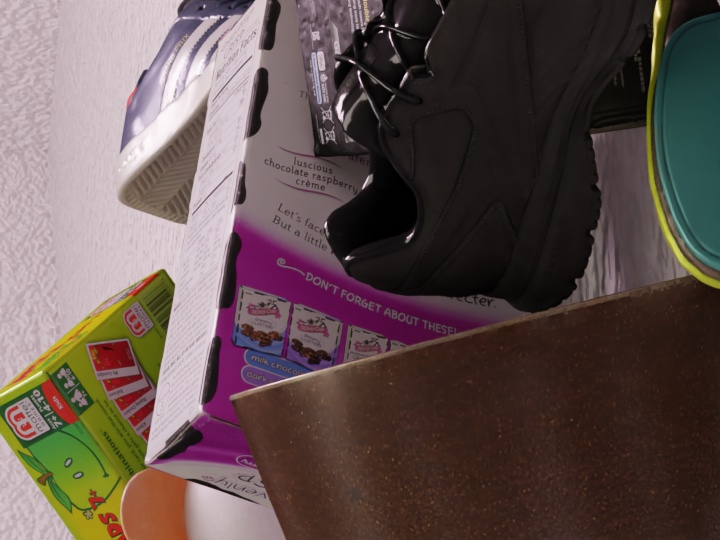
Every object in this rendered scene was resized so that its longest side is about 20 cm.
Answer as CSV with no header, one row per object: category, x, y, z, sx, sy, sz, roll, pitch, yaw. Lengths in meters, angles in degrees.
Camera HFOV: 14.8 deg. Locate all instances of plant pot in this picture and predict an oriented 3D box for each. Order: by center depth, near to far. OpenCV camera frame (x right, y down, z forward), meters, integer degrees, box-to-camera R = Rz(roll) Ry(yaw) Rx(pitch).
plant pot,0.070,0.116,0.946,0.187,0.186,0.201,153,103,-77

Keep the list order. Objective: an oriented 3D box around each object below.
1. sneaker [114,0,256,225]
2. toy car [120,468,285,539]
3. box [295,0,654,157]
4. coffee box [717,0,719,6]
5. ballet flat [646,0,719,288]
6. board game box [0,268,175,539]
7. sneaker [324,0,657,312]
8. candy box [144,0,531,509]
sneaker,-0.043,-0.098,1.216,0.200,0.075,0.085,-30,48,42
toy car,-0.004,0.123,1.188,0.184,0.199,0.178,125,144,-71
box,0.048,-0.148,1.014,0.164,0.086,0.201,-3,97,56
coffee box,0.140,-0.127,0.764,0.200,0.079,0.113,-104,18,-51
ballet flat,0.127,-0.081,0.913,0.067,0.067,0.201,61,-154,-68
board game box,-0.073,0.111,1.251,0.048,0.102,0.200,-28,100,39
sneaker,0.038,-0.073,0.883,0.076,0.090,0.201,-124,37,-56
candy box,0.000,0.000,1.092,0.061,0.136,0.201,-40,35,53
